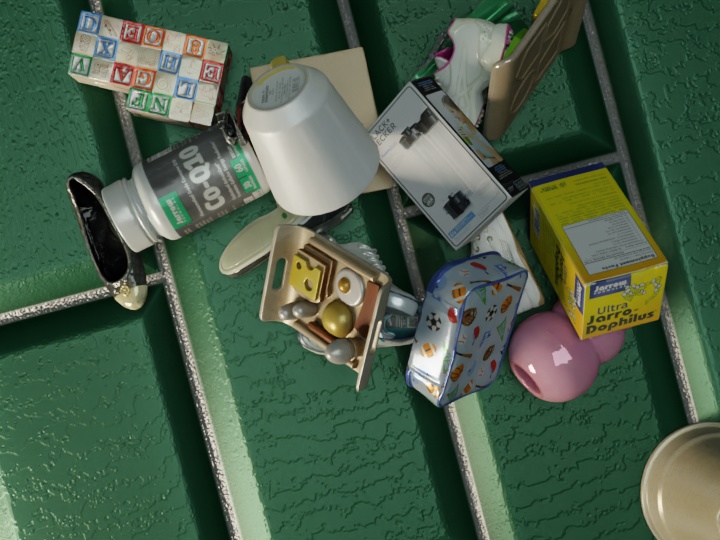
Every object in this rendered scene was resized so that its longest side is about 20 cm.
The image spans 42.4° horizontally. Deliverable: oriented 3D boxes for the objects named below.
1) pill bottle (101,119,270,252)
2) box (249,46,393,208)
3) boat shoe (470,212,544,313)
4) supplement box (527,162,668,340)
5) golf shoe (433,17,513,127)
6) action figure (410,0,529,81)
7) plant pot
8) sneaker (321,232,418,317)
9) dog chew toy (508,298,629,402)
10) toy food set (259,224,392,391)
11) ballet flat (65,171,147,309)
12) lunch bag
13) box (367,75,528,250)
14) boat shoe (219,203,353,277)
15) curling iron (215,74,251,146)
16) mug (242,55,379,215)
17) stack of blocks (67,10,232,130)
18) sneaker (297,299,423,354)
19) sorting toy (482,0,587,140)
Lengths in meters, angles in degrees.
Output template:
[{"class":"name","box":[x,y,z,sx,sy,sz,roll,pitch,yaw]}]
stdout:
[{"class":"pill bottle","box":[-0.229,-0.111,1.228,0.200,0.113,0.113,-28,91,-3]},{"class":"box","box":[-0.054,-0.196,1.284,0.163,0.021,0.201,-12,89,-3]},{"class":"boat shoe","box":[0.181,-0.032,1.272,0.069,0.071,0.200,-26,89,10]},{"class":"supplement box","box":[0.301,-0.028,1.209,0.109,0.110,0.200,-14,47,-3]},{"class":"golf shoe","box":[0.133,-0.247,1.236,0.091,0.075,0.200,19,128,0]},{"class":"action figure","box":[0.133,-0.287,1.270,0.200,0.055,0.118,-40,133,10]},{"class":"plant pot","box":[0.500,0.314,1.230,0.200,0.183,0.201,0,89,-3]},{"class":"sneaker","box":[0.000,0.000,1.218,0.200,0.073,0.071,25,87,36]},{"class":"dog chew toy","box":[0.297,0.085,1.258,0.200,0.125,0.125,-39,92,-11]},{"class":"toy food set","box":[-0.050,0.043,1.169,0.200,0.060,0.144,31,120,36]},{"class":"ballet flat","box":[-0.345,-0.037,1.244,0.066,0.057,0.200,-26,89,12]},{"class":"lunch bag","box":[0.141,0.077,1.213,0.075,0.160,0.200,32,122,32]},{"class":"box","box":[0.107,-0.140,1.213,0.200,0.060,0.117,51,126,7]},{"class":"boat shoe","box":[-0.102,-0.046,1.253,0.200,0.072,0.068,-34,132,10]},{"class":"curling iron","box":[-0.153,-0.214,1.199,0.025,0.200,0.050,-21,118,13]},{"class":"mug","box":[-0.083,-0.180,1.166,0.186,0.153,0.149,31,71,40]},{"class":"stack of blocks","box":[-0.284,-0.266,1.253,0.199,0.059,0.116,13,89,-3]},{"class":"sneaker","box":[0.013,0.070,1.252,0.199,0.086,0.078,-8,89,-4]},{"class":"sorting toy","box":[0.224,-0.285,1.209,0.036,0.185,0.200,35,74,16]}]
